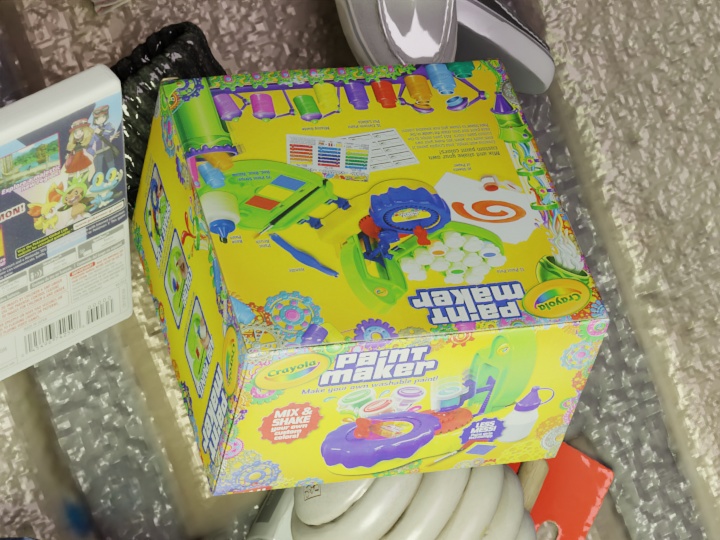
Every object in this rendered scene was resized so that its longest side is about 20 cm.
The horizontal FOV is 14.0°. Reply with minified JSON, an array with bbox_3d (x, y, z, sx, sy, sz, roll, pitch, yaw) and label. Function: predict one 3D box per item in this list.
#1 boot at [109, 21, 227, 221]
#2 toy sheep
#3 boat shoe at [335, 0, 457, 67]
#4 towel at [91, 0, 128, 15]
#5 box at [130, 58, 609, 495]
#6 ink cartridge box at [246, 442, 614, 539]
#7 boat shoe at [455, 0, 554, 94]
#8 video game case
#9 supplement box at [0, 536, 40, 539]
[{"bbox_3d":[-0.058,-0.086,1.700,0.211,0.079,0.158,-40,101,-23],"label":"boot"},{"bbox_3d":[0.028,0.135,1.634,0.200,0.138,0.138,37,71,-19],"label":"toy sheep"},{"bbox_3d":[0.028,-0.201,1.694,0.072,0.068,0.201,3,79,-16],"label":"boat shoe"},{"bbox_3d":[-0.063,-0.234,1.653,0.032,0.191,0.200,46,67,-14],"label":"towel"},{"bbox_3d":[0.000,0.000,1.569,0.199,0.122,0.193,-4,50,-19],"label":"box"},{"bbox_3d":[0.052,0.139,1.744,0.199,0.047,0.161,32,72,-17],"label":"ink cartridge box"},{"bbox_3d":[0.042,-0.182,1.768,0.199,0.070,0.066,31,74,-11],"label":"boat shoe"},{"bbox_3d":[-0.214,-0.003,1.584,0.199,0.183,0.023,-26,51,-25],"label":"video game case"},{"bbox_3d":[-0.125,0.226,1.618,0.199,0.109,0.109,19,77,-21],"label":"supplement box"}]
